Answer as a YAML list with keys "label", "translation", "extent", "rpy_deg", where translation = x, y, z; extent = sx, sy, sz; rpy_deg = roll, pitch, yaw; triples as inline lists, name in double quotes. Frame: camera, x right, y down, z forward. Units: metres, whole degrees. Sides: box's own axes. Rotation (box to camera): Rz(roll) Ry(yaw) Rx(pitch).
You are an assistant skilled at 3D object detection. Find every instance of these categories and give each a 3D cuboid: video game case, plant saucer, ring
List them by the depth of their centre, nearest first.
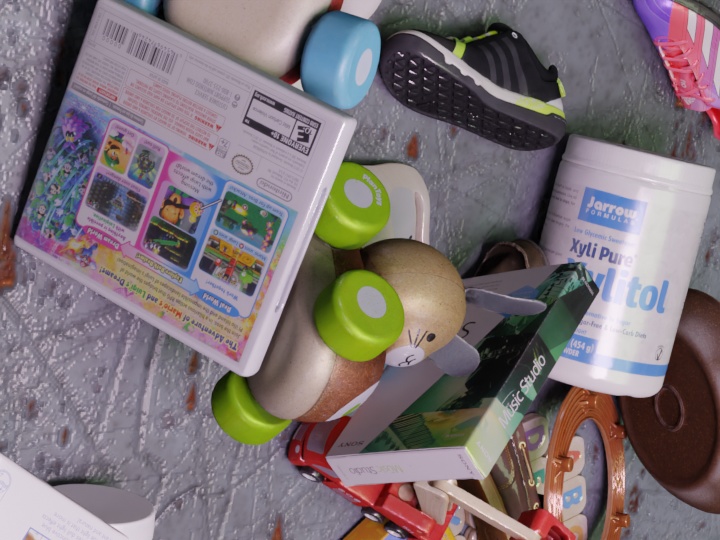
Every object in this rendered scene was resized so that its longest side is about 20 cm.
- label: "video game case"
  translation: [-0.118, -0.056, 1.213]
  extent: [0.024, 0.200, 0.182]
  rpy_deg: [-11, 126, -64]
- label: "plant saucer"
  translation: [0.280, 0.116, 1.625]
  extent: [0.037, 0.200, 0.201]
  rpy_deg: [-10, 111, -27]
- label: "ring"
  translation: [0.204, 0.196, 1.646]
  extent: [0.200, 0.019, 0.201]
  rpy_deg: [-6, 97, -63]

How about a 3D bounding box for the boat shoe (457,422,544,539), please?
- label: "boat shoe"
  translation: [0.135, 0.211, 1.595]
  extent: [0.070, 0.070, 0.200]
  rpy_deg: [-31, 121, -22]

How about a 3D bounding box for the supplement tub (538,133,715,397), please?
- label: "supplement tub"
  translation: [0.212, -0.004, 1.572]
  extent: [0.132, 0.132, 0.200]
  rpy_deg: [6, 99, -41]

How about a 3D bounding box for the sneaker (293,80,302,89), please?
- label: "sneaker"
  translation: [-0.093, -0.095, 1.315]
  extent: [0.200, 0.085, 0.073]
  rpy_deg: [-29, 119, -32]

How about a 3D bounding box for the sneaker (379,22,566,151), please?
- label: "sneaker"
  translation: [0.089, -0.160, 1.476]
  extent: [0.200, 0.072, 0.083]
  rpy_deg: [24, 64, -43]

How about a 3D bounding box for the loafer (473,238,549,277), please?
- label: "loafer"
  translation: [0.089, 0.060, 1.525]
  extent: [0.071, 0.073, 0.200]
  rpy_deg: [31, 82, -41]

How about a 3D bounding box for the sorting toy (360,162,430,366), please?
- label: "sorting toy"
  translation: [0.000, 0.000, 1.433]
  extent: [0.180, 0.107, 0.200]
  rpy_deg: [-31, 124, -52]

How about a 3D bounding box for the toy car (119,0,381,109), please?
- label: "toy car"
  translation: [-0.041, -0.197, 1.301]
  extent: [0.177, 0.184, 0.200]
  rpy_deg: [-70, 161, 1]

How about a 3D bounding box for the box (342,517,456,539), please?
- label: "box"
  translation: [0.002, 0.283, 1.540]
  extent: [0.200, 0.041, 0.119]
  rpy_deg: [-43, 124, -23]

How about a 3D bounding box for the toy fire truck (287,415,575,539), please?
- label: "toy fire truck"
  translation: [0.053, 0.176, 1.453]
  extent: [0.200, 0.141, 0.049]
  rpy_deg: [36, 69, -21]

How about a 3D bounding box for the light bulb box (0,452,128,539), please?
- label: "light bulb box"
  translation: [-0.285, 0.196, 1.166]
  extent: [0.125, 0.198, 0.200]
  rpy_deg: [42, 75, -38]

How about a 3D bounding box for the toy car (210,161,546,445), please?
- label: "toy car"
  translation: [0.020, 0.037, 1.273]
  extent: [0.200, 0.164, 0.158]
  rpy_deg: [13, 55, -31]

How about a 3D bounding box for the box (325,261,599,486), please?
- label: "box"
  translation: [0.077, 0.077, 1.396]
  extent: [0.036, 0.144, 0.200]
  rpy_deg: [53, 51, -24]

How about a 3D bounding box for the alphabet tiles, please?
- label: "alphabet tiles"
  translation: [0.131, 0.230, 1.655]
  extent: [0.195, 0.015, 0.200]
  rpy_deg: [-20, 115, -35]

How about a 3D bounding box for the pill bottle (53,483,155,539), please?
- label: "pill bottle"
  translation: [-0.198, 0.258, 1.318]
  extent: [0.112, 0.112, 0.200]
  rpy_deg: [-1, 104, -40]

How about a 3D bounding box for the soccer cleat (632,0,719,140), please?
- label: "soccer cleat"
  translation: [0.293, -0.182, 1.629]
  extent: [0.200, 0.068, 0.073]
  rpy_deg: [33, 86, -44]
